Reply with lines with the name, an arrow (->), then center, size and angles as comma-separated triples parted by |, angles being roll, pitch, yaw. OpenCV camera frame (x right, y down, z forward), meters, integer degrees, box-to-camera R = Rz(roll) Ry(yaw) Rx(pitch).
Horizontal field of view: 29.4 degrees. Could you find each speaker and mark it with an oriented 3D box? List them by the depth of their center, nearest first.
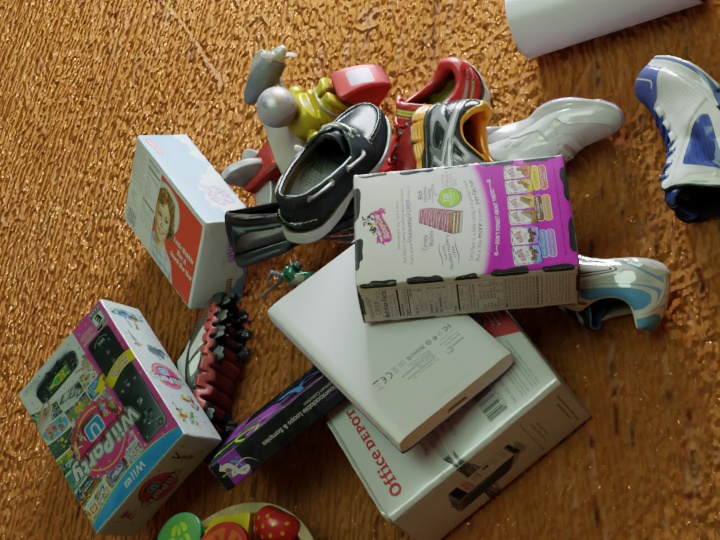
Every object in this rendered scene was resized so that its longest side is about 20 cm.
speaker -> 0.254, -0.289, 1.441 | 0.199, 0.081, 0.082 | -15, 54, 26

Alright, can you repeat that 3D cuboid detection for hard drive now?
hard drive -> 0.025, 0.061, 1.257 | 0.132, 0.025, 0.200 | -37, 53, -15

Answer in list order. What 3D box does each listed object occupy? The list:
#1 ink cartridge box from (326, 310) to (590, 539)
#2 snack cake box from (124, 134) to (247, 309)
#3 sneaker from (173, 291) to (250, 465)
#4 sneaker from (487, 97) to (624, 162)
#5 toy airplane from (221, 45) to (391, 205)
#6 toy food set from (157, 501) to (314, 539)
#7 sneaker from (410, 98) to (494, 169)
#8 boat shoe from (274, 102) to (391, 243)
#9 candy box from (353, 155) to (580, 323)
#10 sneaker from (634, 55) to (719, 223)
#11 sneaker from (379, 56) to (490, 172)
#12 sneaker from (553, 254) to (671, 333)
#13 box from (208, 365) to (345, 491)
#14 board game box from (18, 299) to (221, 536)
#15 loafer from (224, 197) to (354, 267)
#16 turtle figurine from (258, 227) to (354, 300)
ink cartridge box -> 0.088, 0.136, 1.280 | 0.200, 0.083, 0.147 | -40, 47, 6
snack cake box -> -0.198, -0.060, 1.572 | 0.200, 0.067, 0.115 | 49, 133, 43
sneaker -> -0.177, 0.115, 1.481 | 0.098, 0.071, 0.201 | -8, 59, 27
sneaker -> 0.180, -0.112, 1.398 | 0.199, 0.075, 0.100 | -18, 66, 29
toy airplane -> -0.080, -0.156, 1.539 | 0.199, 0.141, 0.200 | 14, 77, 34
toy food set -> -0.124, 0.310, 1.281 | 0.197, 0.049, 0.201 | -14, 55, 26
sneaker -> 0.099, -0.081, 1.355 | 0.077, 0.078, 0.201 | -17, 71, 33
boat shoe -> -0.025, -0.114, 1.393 | 0.075, 0.060, 0.200 | 5, 46, 23
candy box -> 0.095, -0.029, 1.259 | 0.199, 0.061, 0.137 | -4, 51, 5
sneaker -> 0.312, -0.115, 1.291 | 0.115, 0.081, 0.199 | -44, 49, 0
sneaker -> 0.054, -0.149, 1.484 | 0.077, 0.085, 0.200 | 31, 81, 44
sneaker -> 0.197, 0.016, 1.295 | 0.199, 0.072, 0.073 | 9, 75, 41
box -> -0.055, 0.128, 1.358 | 0.200, 0.036, 0.143 | -38, 3, 7
board game box -> -0.253, 0.152, 1.429 | 0.148, 0.064, 0.200 | -48, 57, 13
loafer -> -0.049, -0.065, 1.429 | 0.199, 0.063, 0.072 | -22, 8, 8
turtle figurine -> 0.000, 0.000, 1.422 | 0.200, 0.101, 0.150 | -26, 8, 32
